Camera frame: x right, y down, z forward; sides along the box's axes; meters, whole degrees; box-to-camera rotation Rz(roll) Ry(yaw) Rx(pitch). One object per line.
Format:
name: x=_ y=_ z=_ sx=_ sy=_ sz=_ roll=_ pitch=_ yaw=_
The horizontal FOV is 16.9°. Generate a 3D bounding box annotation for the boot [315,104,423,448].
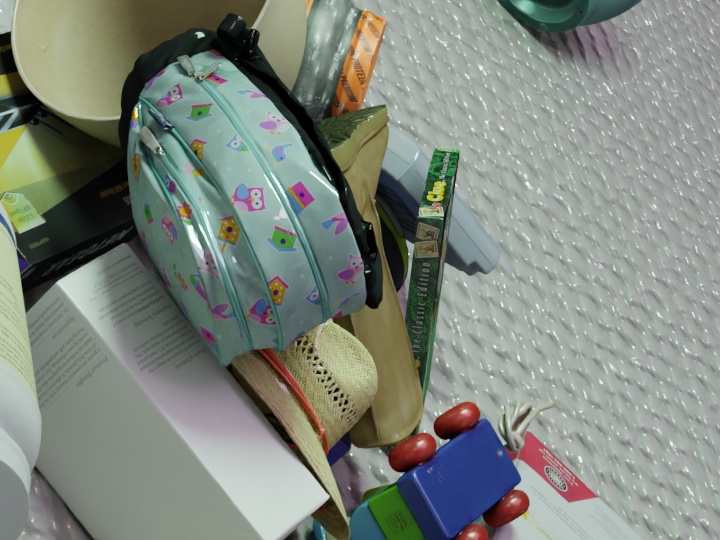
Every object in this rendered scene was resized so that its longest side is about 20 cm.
boot: x=0.000 y=0.000 z=1.659 sx=0.175 sy=0.066 sz=0.201 roll=-49 pitch=126 yaw=-66

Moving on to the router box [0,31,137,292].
router box: x=-0.229 y=-0.072 z=1.586 sx=0.158 sy=0.052 sz=0.200 roll=51 pitch=26 yaw=3

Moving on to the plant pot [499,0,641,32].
plant pot: x=0.209 y=-0.327 z=2.459 sx=0.200 sy=0.200 sz=0.134 roll=45 pitch=54 yaw=-8

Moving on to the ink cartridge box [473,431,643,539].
ink cartridge box: x=0.125 y=0.228 z=1.696 sx=0.148 sy=0.086 sz=0.200 roll=45 pitch=28 yaw=-9

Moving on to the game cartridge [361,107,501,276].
game cartridge: x=0.022 y=-0.071 z=1.859 sx=0.133 sy=0.041 sz=0.200 roll=45 pitch=-6 yaw=-29

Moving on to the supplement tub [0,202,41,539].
supplement tub: x=-0.247 y=0.053 z=1.294 sx=0.145 sy=0.145 sz=0.201 roll=27 pitch=34 yaw=-37

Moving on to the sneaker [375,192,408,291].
sneaker: x=-0.048 y=-0.049 z=1.827 sx=0.200 sy=0.074 sz=0.081 roll=43 pitch=36 yaw=2

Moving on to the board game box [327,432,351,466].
board game box: x=-0.057 y=0.040 z=1.709 sx=0.134 sy=0.045 sz=0.200 roll=41 pitch=28 yaw=-16

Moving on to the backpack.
backpack: x=-0.068 y=-0.034 z=1.451 sx=0.200 sy=0.126 sz=0.167 roll=52 pitch=-11 yaw=49

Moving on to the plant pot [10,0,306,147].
plant pot: x=-0.115 y=-0.154 z=1.624 sx=0.135 sy=0.199 sz=0.201 roll=49 pitch=17 yaw=-53

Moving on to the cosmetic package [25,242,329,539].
cosmetic package: x=-0.128 y=0.100 z=1.451 sx=0.200 sy=0.108 sz=0.085 roll=51 pitch=32 yaw=2

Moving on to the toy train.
toy train: x=0.052 y=0.147 z=1.649 sx=0.085 sy=0.115 sz=0.200 roll=60 pitch=30 yaw=0

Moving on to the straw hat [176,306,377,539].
straw hat: x=-0.037 y=0.071 z=1.546 sx=0.201 sy=0.085 sz=0.201 roll=49 pitch=-12 yaw=14

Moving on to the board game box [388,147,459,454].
board game box: x=0.046 y=0.023 z=1.745 sx=0.023 sy=0.201 sz=0.105 roll=8 pitch=30 yaw=2

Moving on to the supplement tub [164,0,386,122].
supplement tub: x=-0.089 y=-0.168 z=1.768 sx=0.199 sy=0.123 sz=0.123 roll=18 pitch=30 yaw=1
